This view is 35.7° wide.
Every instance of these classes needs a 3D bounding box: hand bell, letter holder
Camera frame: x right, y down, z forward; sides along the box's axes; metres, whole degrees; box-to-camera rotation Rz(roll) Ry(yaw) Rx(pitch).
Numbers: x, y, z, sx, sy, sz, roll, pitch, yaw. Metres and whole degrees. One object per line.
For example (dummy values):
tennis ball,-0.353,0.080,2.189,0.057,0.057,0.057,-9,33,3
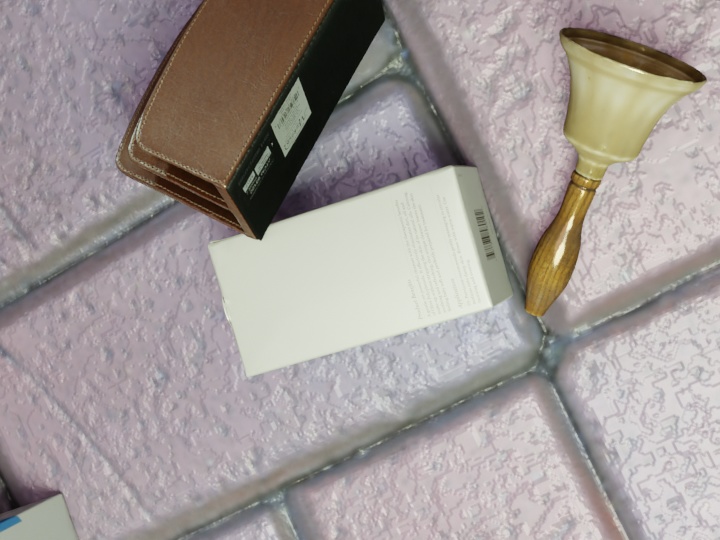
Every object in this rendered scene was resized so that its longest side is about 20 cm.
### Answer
hand bell,0.157,-0.057,0.789,0.103,0.104,0.202,23,113,14
letter holder,-0.093,-0.151,0.803,0.141,0.101,0.201,25,77,16

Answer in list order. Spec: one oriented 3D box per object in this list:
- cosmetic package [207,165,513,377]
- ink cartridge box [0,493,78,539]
cosmetic package,0.000,0.000,0.833,0.198,0.085,0.109,-15,90,19
ink cartridge box,-0.344,0.299,0.939,0.198,0.147,0.146,-21,89,18
